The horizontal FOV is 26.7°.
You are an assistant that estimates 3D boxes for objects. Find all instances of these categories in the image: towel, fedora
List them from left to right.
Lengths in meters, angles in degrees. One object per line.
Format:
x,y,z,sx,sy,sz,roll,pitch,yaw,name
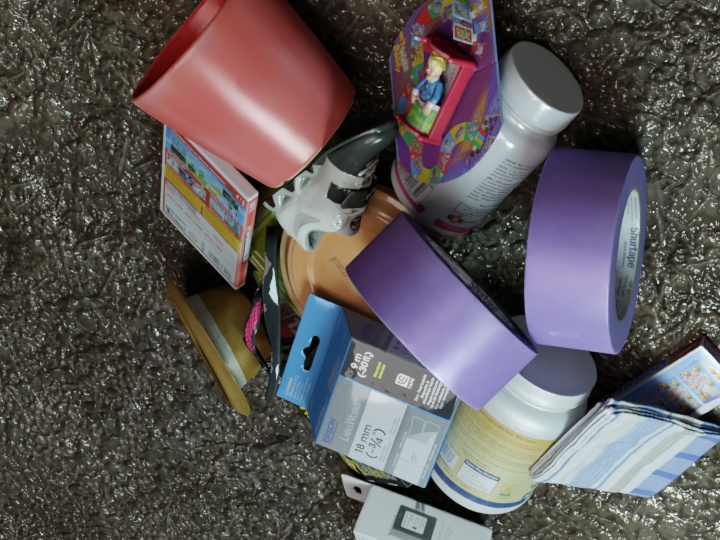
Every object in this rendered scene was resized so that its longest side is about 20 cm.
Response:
-0.158,0.076,1.817,0.081,0.201,0.202,-30,110,-9,fedora
0.299,0.203,1.690,0.199,0.024,0.147,14,131,-36,towel

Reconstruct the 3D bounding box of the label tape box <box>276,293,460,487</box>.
0.007,0.133,1.674,0.199,0.063,0.145,22,117,5,label tape box

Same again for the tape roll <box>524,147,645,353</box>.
0.230,-0.021,1.537,0.084,0.200,0.201,7,123,19,tape roll

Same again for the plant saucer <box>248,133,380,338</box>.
-0.044,-0.027,1.732,0.200,0.048,0.200,48,121,-2,plant saucer

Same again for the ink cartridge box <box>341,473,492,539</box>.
0.059,0.329,1.889,0.199,0.067,0.116,19,160,11,ink cartridge box

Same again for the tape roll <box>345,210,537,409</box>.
0.082,0.040,1.540,0.200,0.200,0.085,44,96,-8,tape roll

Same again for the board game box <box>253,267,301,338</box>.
-0.024,0.027,1.795,0.198,0.030,0.096,-8,116,24,board game box

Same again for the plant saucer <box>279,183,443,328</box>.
0.000,0.000,1.678,0.199,0.032,0.202,9,114,21,plant saucer

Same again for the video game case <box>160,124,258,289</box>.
-0.175,-0.078,1.723,0.143,0.017,0.200,46,154,16,video game case

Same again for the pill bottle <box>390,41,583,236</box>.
0.131,-0.136,1.572,0.113,0.114,0.200,41,127,-6,pill bottle

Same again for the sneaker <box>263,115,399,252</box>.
-0.012,-0.088,1.592,0.200,0.074,0.089,-37,87,44,sneaker

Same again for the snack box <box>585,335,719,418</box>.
0.334,0.151,1.719,0.072,0.024,0.200,46,126,-8,snack box

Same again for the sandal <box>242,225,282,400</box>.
-0.113,0.048,1.722,0.045,0.075,0.202,-2,106,-4,sandal

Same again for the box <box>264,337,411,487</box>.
-0.020,0.169,1.818,0.200,0.049,0.160,50,163,-11,box

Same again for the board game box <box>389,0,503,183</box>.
0.071,-0.189,1.531,0.157,0.039,0.202,-20,69,47,board game box

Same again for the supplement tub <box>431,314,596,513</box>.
0.169,0.163,1.721,0.144,0.145,0.201,30,127,3,supplement tub

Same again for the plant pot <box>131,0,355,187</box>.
-0.115,-0.196,1.602,0.177,0.201,0.200,41,127,-16,plant pot
